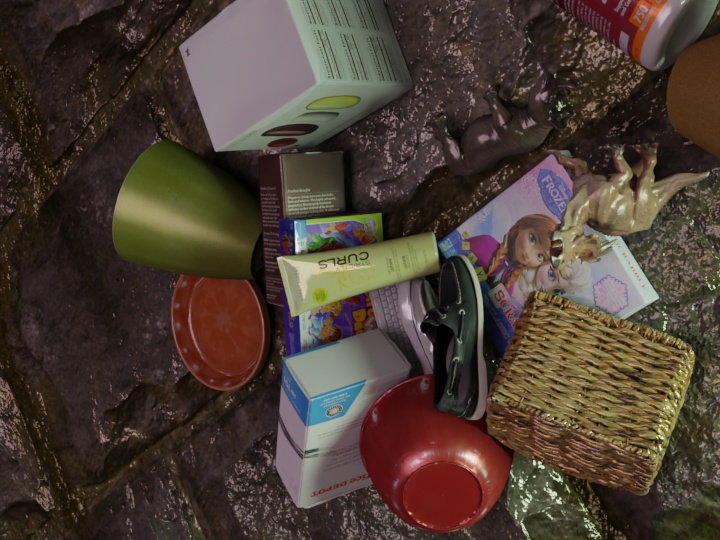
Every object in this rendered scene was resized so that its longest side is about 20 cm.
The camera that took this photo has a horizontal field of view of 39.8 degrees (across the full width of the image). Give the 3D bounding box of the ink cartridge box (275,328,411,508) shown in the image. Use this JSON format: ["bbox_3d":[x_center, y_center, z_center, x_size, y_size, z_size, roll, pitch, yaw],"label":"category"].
[{"bbox_3d":[-0.026,0.191,1.274,0.086,0.145,0.202,51,144,40],"label":"ink cartridge box"}]

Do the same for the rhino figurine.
[{"bbox_3d":[0.170,-0.173,1.163,0.199,0.060,0.088,-22,103,37],"label":"rhino figurine"}]

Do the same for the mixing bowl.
[{"bbox_3d":[0.095,0.237,1.192,0.197,0.109,0.203,1,115,1],"label":"mixing bowl"}]

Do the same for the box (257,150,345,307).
[{"bbox_3d":[-0.076,-0.058,1.335,0.075,0.099,0.203,10,103,55],"label":"box"}]

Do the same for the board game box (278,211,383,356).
[{"bbox_3d":[-0.034,0.029,1.300,0.045,0.133,0.203,8,103,57],"label":"board game box"}]

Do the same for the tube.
[{"bbox_3d":[0.000,0.000,1.230,0.197,0.052,0.059,-12,58,5],"label":"tube"}]

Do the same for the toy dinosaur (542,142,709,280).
[{"bbox_3d":[0.270,-0.065,1.062,0.086,0.197,0.138,-167,72,-72],"label":"toy dinosaur"}]

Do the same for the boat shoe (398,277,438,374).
[{"bbox_3d":[0.106,0.094,1.249,0.065,0.072,0.203,-18,87,33],"label":"boat shoe"}]

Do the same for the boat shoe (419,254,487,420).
[{"bbox_3d":[0.102,0.074,1.160,0.074,0.065,0.202,137,134,-64],"label":"boat shoe"}]

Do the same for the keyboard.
[{"bbox_3d":[0.053,0.089,1.299,0.011,0.056,0.203,-19,85,62],"label":"keyboard"}]

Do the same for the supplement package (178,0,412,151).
[{"bbox_3d":[-0.079,-0.256,1.253,0.190,0.199,0.149,-25,82,37],"label":"supplement package"}]

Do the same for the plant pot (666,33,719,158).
[{"bbox_3d":[0.397,-0.161,0.935,0.199,0.185,0.189,19,109,47],"label":"plant pot"}]

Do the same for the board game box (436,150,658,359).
[{"bbox_3d":[0.213,-0.002,1.169,0.199,0.041,0.201,-39,73,35],"label":"board game box"}]

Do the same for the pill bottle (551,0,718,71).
[{"bbox_3d":[0.264,-0.307,1.038,0.200,0.112,0.114,43,120,24],"label":"pill bottle"}]

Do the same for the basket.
[{"bbox_3d":[0.255,0.141,1.115,0.198,0.150,0.143,18,153,19],"label":"basket"}]

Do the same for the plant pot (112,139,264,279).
[{"bbox_3d":[-0.217,-0.066,1.421,0.198,0.187,0.189,21,110,16],"label":"plant pot"}]

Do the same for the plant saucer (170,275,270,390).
[{"bbox_3d":[-0.210,0.080,1.511,0.198,0.032,0.203,6,100,36],"label":"plant saucer"}]
